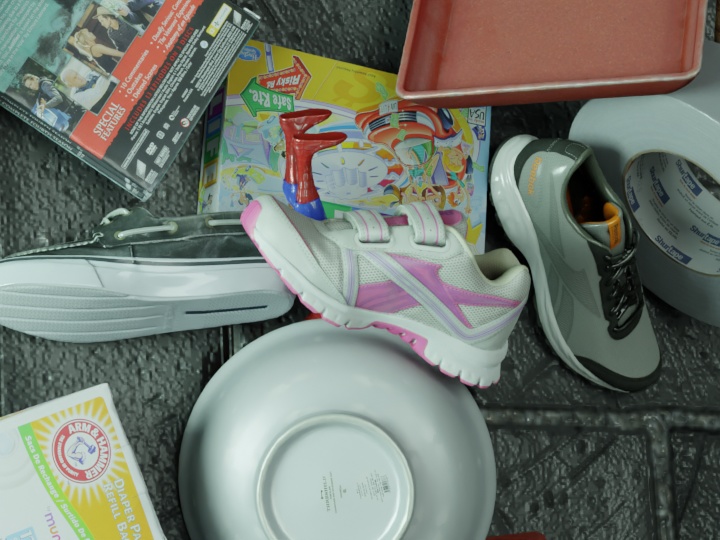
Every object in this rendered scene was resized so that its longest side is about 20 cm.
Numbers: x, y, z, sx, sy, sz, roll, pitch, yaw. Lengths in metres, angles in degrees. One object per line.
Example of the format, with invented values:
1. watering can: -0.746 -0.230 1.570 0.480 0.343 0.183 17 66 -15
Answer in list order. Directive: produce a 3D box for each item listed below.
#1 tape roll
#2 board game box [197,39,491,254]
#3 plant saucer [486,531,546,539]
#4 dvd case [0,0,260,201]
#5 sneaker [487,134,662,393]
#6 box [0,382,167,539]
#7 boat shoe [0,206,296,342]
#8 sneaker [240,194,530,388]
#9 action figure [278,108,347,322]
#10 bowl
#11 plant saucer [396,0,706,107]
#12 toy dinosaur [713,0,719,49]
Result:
1. tape roll: 0.237 -0.057 1.699 0.066 0.200 0.201 -44 101 -30
2. board game box: -0.008 -0.067 1.661 0.199 0.034 0.136 11 75 -27
3. plant saucer: 0.059 0.275 1.623 0.199 0.037 0.201 -3 80 -29
4. dvd case: -0.179 -0.156 1.573 0.199 0.022 0.147 34 65 -8
5. sneaker: 0.157 -0.001 1.703 0.074 0.079 0.201 -44 116 -35
6. box: -0.228 0.152 1.452 0.199 0.101 0.113 -19 89 -31
7. boat shoe: -0.139 -0.002 1.552 0.198 0.072 0.071 0 61 -18
8. sneaker: 0.019 -0.008 1.524 0.199 0.081 0.089 24 104 -28
9. action figure: 0.000 0.000 1.595 0.098 0.065 0.202 -4 115 -11
10. bowl: -0.015 0.132 1.531 0.199 0.090 0.203 0 92 1
11. plant saucer: 0.136 -0.180 1.668 0.037 0.198 0.201 68 26 -45
12. toy dinosaur: 0.238 -0.128 1.726 0.106 0.200 0.060 45 80 -4
